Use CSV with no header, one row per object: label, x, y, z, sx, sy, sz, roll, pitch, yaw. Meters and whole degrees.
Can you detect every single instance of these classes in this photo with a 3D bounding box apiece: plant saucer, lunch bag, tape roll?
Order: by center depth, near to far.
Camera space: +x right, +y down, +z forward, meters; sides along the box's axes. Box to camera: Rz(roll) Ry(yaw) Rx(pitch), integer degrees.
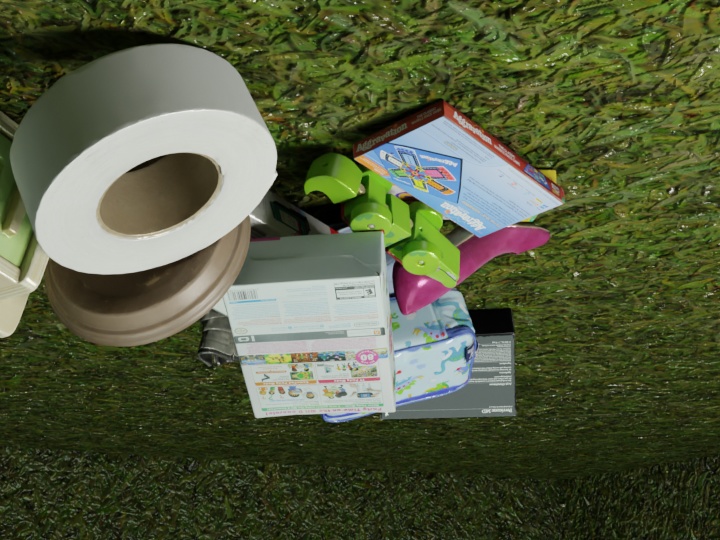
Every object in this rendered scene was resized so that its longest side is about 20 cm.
tape roll,-0.168,-0.084,0.880,0.201,0.071,0.203,-23,153,-12
plant saucer,-0.196,-0.026,0.995,0.198,0.201,0.030,-5,148,14
lunch bag,0.035,0.103,1.299,0.198,0.083,0.161,-12,149,-9

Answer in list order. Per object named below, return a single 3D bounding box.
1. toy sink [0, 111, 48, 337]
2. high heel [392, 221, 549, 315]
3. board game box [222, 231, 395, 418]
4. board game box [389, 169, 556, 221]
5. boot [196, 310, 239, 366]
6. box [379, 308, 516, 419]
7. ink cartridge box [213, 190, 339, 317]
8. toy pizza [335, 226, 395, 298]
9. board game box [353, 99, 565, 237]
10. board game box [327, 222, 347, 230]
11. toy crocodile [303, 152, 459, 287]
toy sink,-0.320,-0.049,0.932,0.111,0.131,0.200,-12,142,33
high heel,0.121,-0.006,1.187,0.199,0.097,0.067,-4,-170,-37
board game box,-0.044,0.057,1.069,0.146,0.065,0.201,-2,136,4
board game box,0.089,-0.077,1.122,0.198,0.030,0.096,4,163,-5
boot,-0.177,0.039,1.308,0.067,0.132,0.200,-6,162,17
box,0.124,0.136,1.607,0.198,0.142,0.079,-2,-155,5
ink cartridge box,-0.092,-0.005,1.111,0.199,0.067,0.116,31,118,-30
toy pizza,0.000,0.000,1.233,0.199,0.032,0.201,-12,147,-8
board game box,0.095,-0.089,1.035,0.103,0.020,0.199,-23,146,33
board game box,-0.049,-0.021,1.265,0.157,0.039,0.200,-17,159,-5
toy crocodile,0.028,-0.044,1.063,0.062,0.068,0.200,-25,137,33
